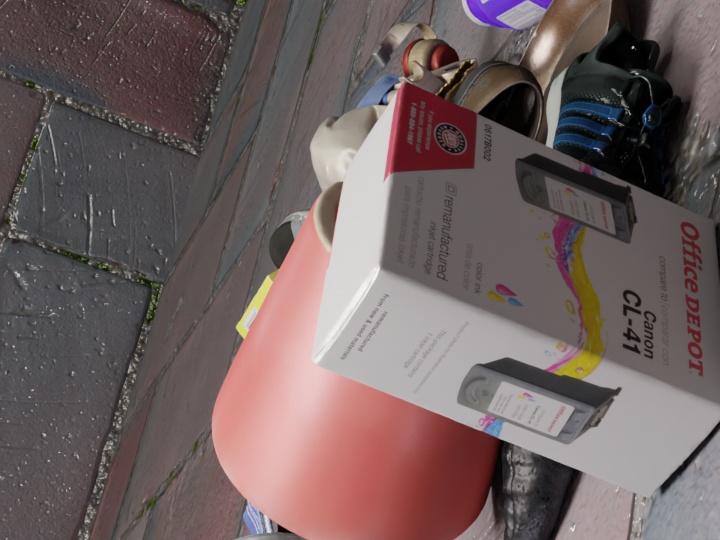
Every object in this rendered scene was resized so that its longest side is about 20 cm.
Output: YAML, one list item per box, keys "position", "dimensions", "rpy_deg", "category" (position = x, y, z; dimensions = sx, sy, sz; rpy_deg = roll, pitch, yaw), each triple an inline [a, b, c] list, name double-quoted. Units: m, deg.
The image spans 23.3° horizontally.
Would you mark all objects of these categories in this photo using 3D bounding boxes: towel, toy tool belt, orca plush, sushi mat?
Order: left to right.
- position: [-0.076, 0.242, 1.429]
  dimensions: [0.200, 0.024, 0.146]
  rpy_deg: [92, 165, -70]
  category: "towel"
- position: [0.025, -0.073, 1.342]
  dimensions: [0.201, 0.012, 0.096]
  rpy_deg: [-56, -2, 39]
  category: "sushi mat"
- position: [0.057, -0.124, 1.482]
  dimensions: [0.122, 0.125, 0.201]
  rpy_deg: [2, 49, 45]
  category: "toy tool belt"
- position: [0.096, 0.083, 1.052]
  dimensions: [0.105, 0.070, 0.202]
  rpy_deg: [-144, 74, -77]
  category: "orca plush"

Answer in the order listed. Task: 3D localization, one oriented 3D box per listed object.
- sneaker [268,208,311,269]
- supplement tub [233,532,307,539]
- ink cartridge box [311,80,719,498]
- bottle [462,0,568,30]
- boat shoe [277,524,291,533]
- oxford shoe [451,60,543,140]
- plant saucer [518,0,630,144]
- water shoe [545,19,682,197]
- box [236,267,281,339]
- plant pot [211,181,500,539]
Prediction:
- position: [-0.050, 0.010, 1.464]
  dimensions: [0.115, 0.076, 0.199]
  rpy_deg: [-33, 24, -26]
  category: "sneaker"
- position: [-0.053, 0.291, 1.202]
  dimensions: [0.123, 0.121, 0.201]
  rpy_deg: [-62, 32, 32]
  category: "supplement tub"
- position: [0.086, 0.009, 0.912]
  dimensions: [0.148, 0.198, 0.086]
  rpy_deg: [-83, 18, -45]
  category: "ink cartridge box"
- position: [0.132, -0.239, 1.416]
  dimensions: [0.084, 0.065, 0.200]
  rpy_deg: [-66, 11, -8]
  category: "bottle"
- position: [-0.022, 0.165, 1.481]
  dimensions: [0.065, 0.072, 0.202]
  rpy_deg: [7, -85, -75]
  category: "boat shoe"
- position: [0.072, -0.053, 1.235]
  dimensions: [0.084, 0.072, 0.202]
  rpy_deg: [-141, 72, -75]
  category: "oxford shoe"
- position: [0.146, -0.124, 1.259]
  dimensions: [0.200, 0.032, 0.202]
  rpy_deg: [-160, 90, -79]
  category: "plant saucer"
- position: [0.155, -0.085, 1.061]
  dimensions: [0.079, 0.071, 0.201]
  rpy_deg: [-53, 23, 30]
  category: "water shoe"
- position: [0.000, 0.000, 1.307]
  dimensions: [0.199, 0.050, 0.075]
  rpy_deg: [-33, -15, -39]
  category: "box"
- position: [0.016, 0.049, 1.115]
  dimensions: [0.201, 0.198, 0.179]
  rpy_deg: [-88, 13, -56]
  category: "plant pot"
